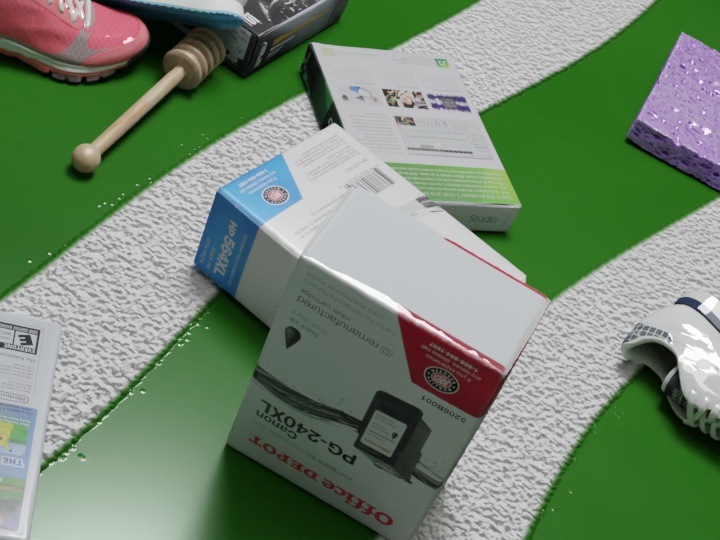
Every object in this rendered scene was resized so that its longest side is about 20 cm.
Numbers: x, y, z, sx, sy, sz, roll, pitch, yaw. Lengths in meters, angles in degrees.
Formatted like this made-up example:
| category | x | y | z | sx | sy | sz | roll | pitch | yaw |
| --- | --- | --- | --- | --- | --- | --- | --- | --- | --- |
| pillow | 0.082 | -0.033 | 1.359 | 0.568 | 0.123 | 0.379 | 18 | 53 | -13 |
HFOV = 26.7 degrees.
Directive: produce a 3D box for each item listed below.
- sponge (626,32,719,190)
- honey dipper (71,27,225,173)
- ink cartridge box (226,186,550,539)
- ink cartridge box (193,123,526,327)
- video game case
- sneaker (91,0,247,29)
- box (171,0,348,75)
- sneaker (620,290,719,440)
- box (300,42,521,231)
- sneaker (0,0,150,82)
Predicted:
| category | x | y | z | sx | sy | sz | roll | pitch | yaw |
| --- | --- | --- | --- | --- | --- | --- | --- | --- | --- |
| sponge | 0.340 | -0.160 | 1.502 | 0.111 | 0.030 | 0.200 | 29 | 42 | 5 |
| honey dipper | -0.174 | -0.136 | 1.229 | 0.038 | 0.038 | 0.200 | 31 | 45 | 7 |
| ink cartridge box | 0.012 | 0.068 | 0.979 | 0.145 | 0.200 | 0.083 | 30 | 45 | 6 |
| ink cartridge box | 0.000 | 0.000 | 1.129 | 0.200 | 0.085 | 0.146 | 40 | 43 | 16 |
| video game case | -0.296 | 0.084 | 0.947 | 0.199 | 0.022 | 0.183 | 13 | 42 | -14 |
| sneaker | -0.187 | -0.260 | 1.281 | 0.199 | 0.077 | 0.081 | 11 | 86 | 5 |
| box | -0.128 | -0.274 | 1.380 | 0.200 | 0.048 | 0.158 | 37 | 43 | 13 |
| sneaker | 0.291 | 0.106 | 1.180 | 0.080 | 0.077 | 0.200 | -27 | 57 | -29 |
| box | 0.040 | -0.116 | 1.309 | 0.143 | 0.036 | 0.201 | 2 | 45 | -24 |
| sneaker | -0.262 | -0.212 | 1.221 | 0.199 | 0.087 | 0.074 | 6 | 45 | -20 |
